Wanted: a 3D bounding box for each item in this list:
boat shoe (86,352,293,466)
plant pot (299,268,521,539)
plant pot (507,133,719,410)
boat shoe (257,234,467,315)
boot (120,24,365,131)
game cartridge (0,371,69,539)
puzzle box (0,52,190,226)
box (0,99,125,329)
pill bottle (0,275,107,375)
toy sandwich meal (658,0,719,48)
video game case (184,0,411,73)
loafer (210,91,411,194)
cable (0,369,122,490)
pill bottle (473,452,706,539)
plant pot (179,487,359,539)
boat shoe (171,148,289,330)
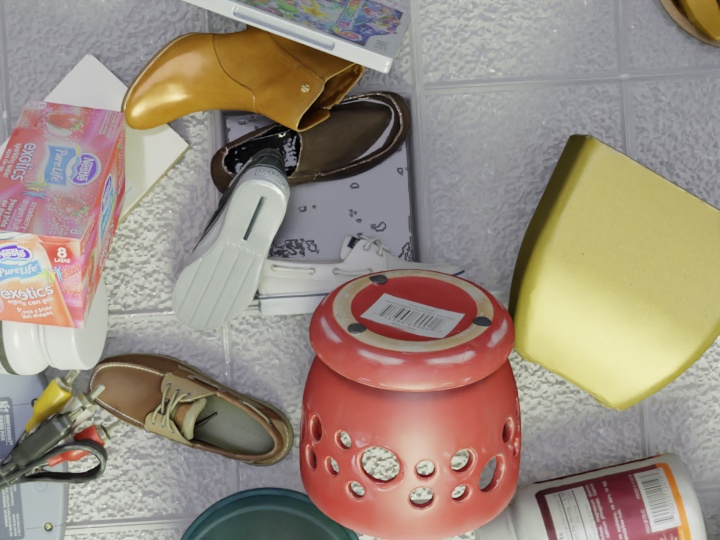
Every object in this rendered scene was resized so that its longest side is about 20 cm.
[{"bbox_3d":[-0.158,0.129,1.447,0.200,0.074,0.076,17,89,1],"label":"boat shoe"},{"bbox_3d":[0.046,0.108,1.360,0.200,0.200,0.183,2,118,0],"label":"plant pot"},{"bbox_3d":[0.231,0.010,1.401,0.194,0.196,0.200,30,97,0],"label":"plant pot"},{"bbox_3d":[0.000,0.000,1.456,0.200,0.071,0.070,-5,92,6],"label":"boat shoe"},{"bbox_3d":[-0.107,-0.166,1.419,0.201,0.071,0.144,-39,58,-14],"label":"boot"},{"bbox_3d":[-0.346,0.188,1.466,0.133,0.042,0.200,-5,89,-5],"label":"game cartridge"},{"bbox_3d":[-0.277,-0.091,1.474,0.133,0.025,0.200,43,89,0],"label":"puzzle box"},{"bbox_3d":[-0.269,-0.053,1.354,0.095,0.200,0.103,6,127,0],"label":"box"},{"bbox_3d":[-0.341,0.037,1.413,0.200,0.114,0.114,2,89,10],"label":"pill bottle"},{"bbox_3d":[0.369,-0.296,1.457,0.205,0.070,0.205,0,89,0],"label":"toy sandwich meal"},{"bbox_3d":[-0.057,-0.243,1.423,0.200,0.143,0.018,20,116,0],"label":"video game case"},{"bbox_3d":[-0.045,-0.115,1.452,0.200,0.071,0.073,-22,90,0],"label":"loafer"},{"bbox_3d":[-0.312,0.179,1.439,0.200,0.050,0.097,-34,97,11],"label":"cable"},{"bbox_3d":[0.209,0.245,1.429,0.200,0.114,0.114,-13,89,0],"label":"pill bottle"},{"bbox_3d":[-0.086,0.309,1.386,0.200,0.196,0.201,0,90,-1],"label":"plant pot"},{"bbox_3d":[-0.112,-0.027,1.435,0.072,0.071,0.200,29,125,-10],"label":"boat shoe"}]
